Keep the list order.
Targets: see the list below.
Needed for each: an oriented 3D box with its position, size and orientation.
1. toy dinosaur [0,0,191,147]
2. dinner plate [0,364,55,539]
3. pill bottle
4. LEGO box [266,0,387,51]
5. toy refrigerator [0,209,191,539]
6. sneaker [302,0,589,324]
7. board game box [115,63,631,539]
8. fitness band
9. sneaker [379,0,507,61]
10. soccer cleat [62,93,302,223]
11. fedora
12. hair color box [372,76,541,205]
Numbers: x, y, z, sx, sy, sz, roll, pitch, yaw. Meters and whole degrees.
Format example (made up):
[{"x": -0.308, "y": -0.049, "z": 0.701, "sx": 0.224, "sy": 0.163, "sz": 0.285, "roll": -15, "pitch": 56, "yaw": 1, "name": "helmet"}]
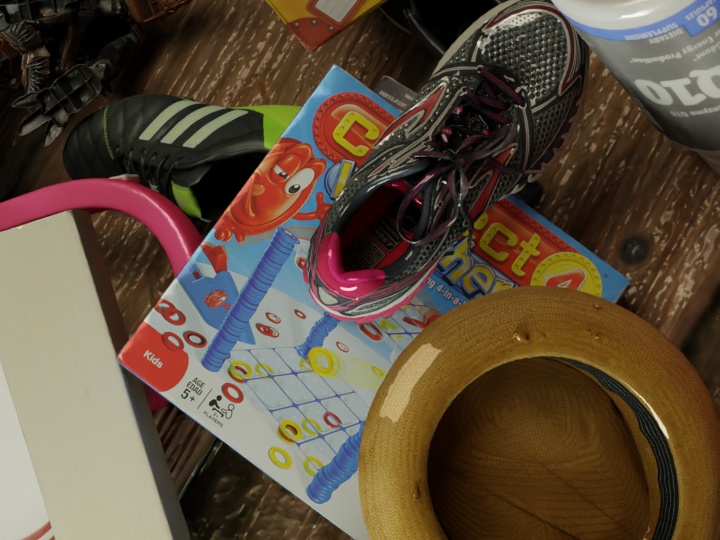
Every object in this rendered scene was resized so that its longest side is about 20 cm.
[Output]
[{"x": -0.177, "y": -0.157, "z": 1.641, "sx": 0.102, "sy": 0.136, "sz": 0.200, "roll": 48, "pitch": 117, "yaw": -1, "name": "toy dinosaur"}, {"x": -0.224, "y": 0.090, "z": 1.553, "sx": 0.199, "sy": 0.024, "sz": 0.201, "roll": 1, "pitch": 92, "yaw": 30, "name": "dinner plate"}, {"x": 0.179, "y": -0.130, "z": 1.352, "sx": 0.113, "sy": 0.200, "sz": 0.114, "roll": -15, "pitch": 58, "yaw": 25, "name": "pill bottle"}, {"x": 0.027, "y": -0.236, "z": 1.505, "sx": 0.200, "sy": 0.077, "sz": 0.149, "roll": -33, "pitch": 27, "yaw": 16, "name": "LEGO box"}, {"x": -0.158, "y": 0.072, "z": 1.458, "sx": 0.070, "sy": 0.076, "sz": 0.201, "roll": -18, "pitch": 91, "yaw": 2, "name": "toy refrigerator"}, {"x": 0.049, "y": -0.055, "z": 1.342, "sx": 0.081, "sy": 0.075, "sz": 0.200, "roll": 36, "pitch": 85, "yaw": 4, "name": "sneaker"}, {"x": 0.007, "y": 0.029, "z": 1.399, "sx": 0.200, "sy": 0.056, "sz": 0.196, "roll": 36, "pitch": 86, "yaw": 4, "name": "board game box"}, {"x": -0.170, "y": 0.022, "z": 1.552, "sx": 0.199, "sy": 0.037, "sz": 0.144, "roll": -15, "pitch": 81, "yaw": 30, "name": "fitness band"}, {"x": 0.052, "y": -0.163, "z": 1.521, "sx": 0.072, "sy": 0.083, "sz": 0.200, "roll": -44, "pitch": 51, "yaw": 2, "name": "sneaker"}, {"x": -0.103, "y": -0.063, "z": 1.563, "sx": 0.199, "sy": 0.068, "sz": 0.081, "roll": 0, "pitch": 34, "yaw": 30, "name": "soccer cleat"}, {"x": 0.085, "y": 0.101, "z": 1.325, "sx": 0.201, "sy": 0.200, "sz": 0.082, "roll": -53, "pitch": 16, "yaw": -4, "name": "fedora"}, {"x": 0.000, "y": 0.000, "z": 1.480, "sx": 0.100, "sy": 0.061, "sz": 0.200, "roll": 32, "pitch": 85, "yaw": 39, "name": "hair color box"}]
